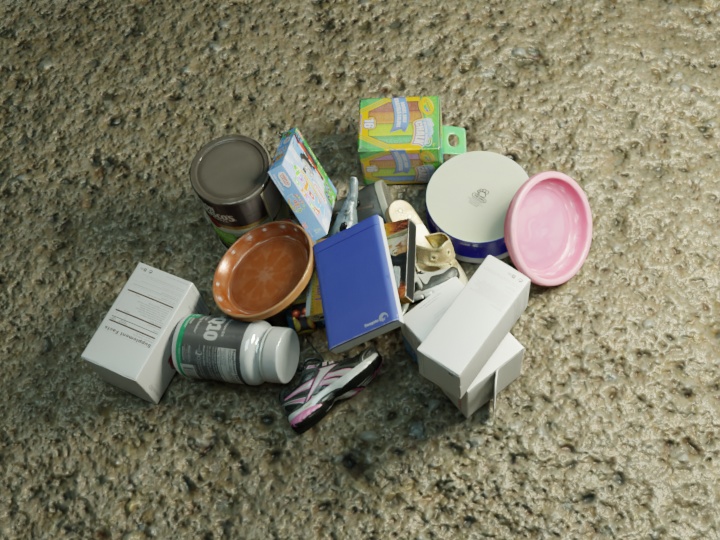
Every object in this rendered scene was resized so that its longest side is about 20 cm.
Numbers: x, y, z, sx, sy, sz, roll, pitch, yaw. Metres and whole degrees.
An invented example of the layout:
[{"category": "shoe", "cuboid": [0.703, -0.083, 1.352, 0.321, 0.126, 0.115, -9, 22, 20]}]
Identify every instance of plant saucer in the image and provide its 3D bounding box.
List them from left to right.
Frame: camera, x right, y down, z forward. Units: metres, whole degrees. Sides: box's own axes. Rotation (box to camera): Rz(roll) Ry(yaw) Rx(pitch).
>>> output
[{"category": "plant saucer", "cuboid": [-0.166, 0.003, 1.706, 0.200, 0.032, 0.201, -17, 49, 21]}, {"category": "plant saucer", "cuboid": [0.325, -0.074, 1.733, 0.051, 0.201, 0.201, 7, 55, 55]}]

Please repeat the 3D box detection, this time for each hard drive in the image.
[{"category": "hard drive", "cuboid": [-0.007, 0.021, 1.600, 0.132, 0.025, 0.200, -25, 56, 23]}]

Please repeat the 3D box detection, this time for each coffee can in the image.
[{"category": "coffee can", "cuboid": [-0.216, -0.133, 1.803, 0.146, 0.200, 0.147, -3, 62, 6]}]

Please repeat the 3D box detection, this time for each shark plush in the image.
[{"category": "shark plush", "cuboid": [-0.022, -0.064, 1.757, 0.091, 0.083, 0.200, 25, 86, 7]}]

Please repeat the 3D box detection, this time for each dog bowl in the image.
[{"category": "dog bowl", "cuboid": [0.219, -0.118, 1.808, 0.200, 0.079, 0.200, -3, 63, 5]}]

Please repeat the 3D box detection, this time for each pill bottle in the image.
[{"category": "pill bottle", "cuboid": [-0.214, 0.138, 1.695, 0.200, 0.113, 0.113, 4, 63, 20]}]

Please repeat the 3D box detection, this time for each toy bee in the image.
[{"category": "toy bee", "cuboid": [-0.094, 0.071, 1.735, 0.131, 0.109, 0.200, -31, 63, -10]}]

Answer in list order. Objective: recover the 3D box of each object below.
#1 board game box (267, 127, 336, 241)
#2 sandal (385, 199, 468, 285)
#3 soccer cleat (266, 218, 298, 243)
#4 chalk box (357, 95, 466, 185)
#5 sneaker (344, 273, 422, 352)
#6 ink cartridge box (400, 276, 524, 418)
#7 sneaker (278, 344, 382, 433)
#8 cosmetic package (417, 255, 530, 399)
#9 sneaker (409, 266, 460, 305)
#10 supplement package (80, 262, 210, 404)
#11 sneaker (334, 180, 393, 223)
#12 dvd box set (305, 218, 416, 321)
[{"category": "board game box", "cuboid": [-0.102, -0.159, 1.781, 0.037, 0.151, 0.200, -26, 23, 17]}, {"category": "sandal", "cuboid": [0.126, -0.042, 1.739, 0.078, 0.070, 0.212, -37, 88, -26]}, {"category": "soccer cleat", "cuboid": [-0.166, -0.002, 1.806, 0.069, 0.085, 0.200, 32, 93, 38]}, {"category": "chalk box", "cuboid": [0.100, -0.247, 1.864, 0.200, 0.124, 0.125, -2, 63, 6]}, {"category": "sneaker", "cuboid": [0.024, 0.067, 1.651, 0.200, 0.076, 0.092, -53, 40, 12]}, {"category": "ink cartridge box", "cuboid": [0.179, 0.139, 1.653, 0.125, 0.129, 0.200, -37, 65, -12]}, {"category": "sneaker", "cuboid": [-0.056, 0.184, 1.685, 0.200, 0.080, 0.086, -35, 67, -12]}, {"category": "cosmetic package", "cuboid": [0.180, 0.090, 1.546, 0.085, 0.108, 0.200, 33, 69, 20]}, {"category": "sneaker", "cuboid": [0.076, 0.025, 1.720, 0.200, 0.074, 0.080, -20, 84, 17]}, {"category": "supplement package", "cuboid": [-0.377, 0.112, 1.741, 0.120, 0.121, 0.200, 20, 67, 18]}, {"category": "sneaker", "cuboid": [0.024, -0.058, 1.818, 0.106, 0.075, 0.200, -22, 69, 18]}, {"category": "dvd box set", "cuboid": [0.000, 0.000, 1.645, 0.200, 0.029, 0.147, -12, 60, 31]}]
